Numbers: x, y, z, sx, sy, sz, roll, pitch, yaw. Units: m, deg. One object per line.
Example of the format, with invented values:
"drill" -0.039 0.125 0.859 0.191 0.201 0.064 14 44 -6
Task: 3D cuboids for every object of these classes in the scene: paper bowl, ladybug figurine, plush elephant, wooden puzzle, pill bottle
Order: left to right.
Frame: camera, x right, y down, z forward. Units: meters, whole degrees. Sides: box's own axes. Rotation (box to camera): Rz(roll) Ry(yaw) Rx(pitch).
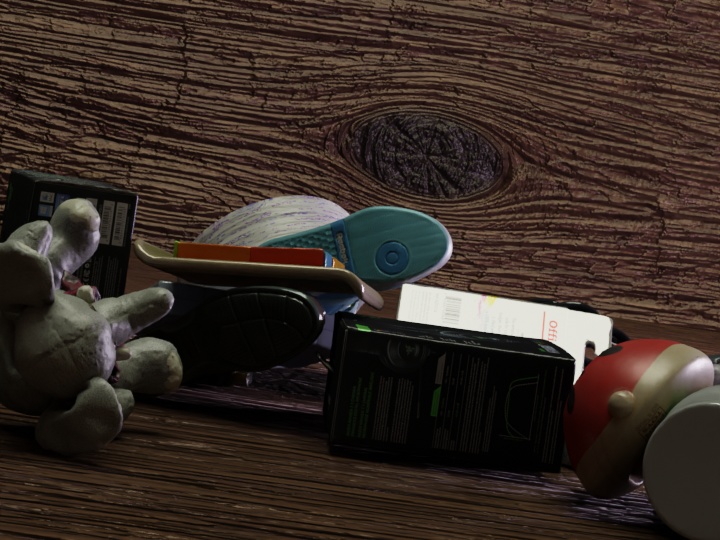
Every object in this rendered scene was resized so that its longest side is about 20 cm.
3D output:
"plush elephant" -0.202 0.045 1.273 0.199 0.166 0.154 -29 11 -34
"wooden puzzle" -0.083 -0.001 1.572 0.198 0.038 0.185 8 -4 7
"paper bowl" -0.083 0.024 1.878 0.199 0.201 0.105 6 48 -38
"ladybug figurine" 0.204 0.105 1.366 0.072 0.136 0.200 40 -1 20
"pill bottle" 0.274 0.136 1.299 0.112 0.114 0.200 10 3 24

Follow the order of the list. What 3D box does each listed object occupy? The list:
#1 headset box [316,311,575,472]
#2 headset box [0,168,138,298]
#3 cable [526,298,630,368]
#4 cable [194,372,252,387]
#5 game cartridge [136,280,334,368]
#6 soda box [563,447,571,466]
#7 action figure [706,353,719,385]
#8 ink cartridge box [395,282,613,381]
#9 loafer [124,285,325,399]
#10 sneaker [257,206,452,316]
"headset box" 0.060 0.095 1.489 0.198 0.094 0.174 8 3 -3
"headset box" -0.266 0.005 1.592 0.092 0.176 0.200 8 4 -17
"cable" 0.241 0.095 1.751 0.199 0.051 0.164 36 -20 21
"cable" -0.177 0.074 1.715 0.198 0.051 0.097 11 2 14
"game cartridge" -0.114 0.053 1.729 0.198 0.041 0.133 13 -20 -21
"soda box" 0.255 0.142 1.586 0.199 0.064 0.068 6 5 -38
"action figure" 0.332 0.120 1.879 0.192 0.106 0.200 0 -2 19
"ink cartridge box" 0.125 0.088 1.654 0.198 0.118 0.068 9 -39 2
"loafer" -0.114 0.054 1.526 0.199 0.072 0.063 -17 2 23
"sneaker" 0.000 0.000 1.742 0.198 0.080 0.131 -8 -19 13
